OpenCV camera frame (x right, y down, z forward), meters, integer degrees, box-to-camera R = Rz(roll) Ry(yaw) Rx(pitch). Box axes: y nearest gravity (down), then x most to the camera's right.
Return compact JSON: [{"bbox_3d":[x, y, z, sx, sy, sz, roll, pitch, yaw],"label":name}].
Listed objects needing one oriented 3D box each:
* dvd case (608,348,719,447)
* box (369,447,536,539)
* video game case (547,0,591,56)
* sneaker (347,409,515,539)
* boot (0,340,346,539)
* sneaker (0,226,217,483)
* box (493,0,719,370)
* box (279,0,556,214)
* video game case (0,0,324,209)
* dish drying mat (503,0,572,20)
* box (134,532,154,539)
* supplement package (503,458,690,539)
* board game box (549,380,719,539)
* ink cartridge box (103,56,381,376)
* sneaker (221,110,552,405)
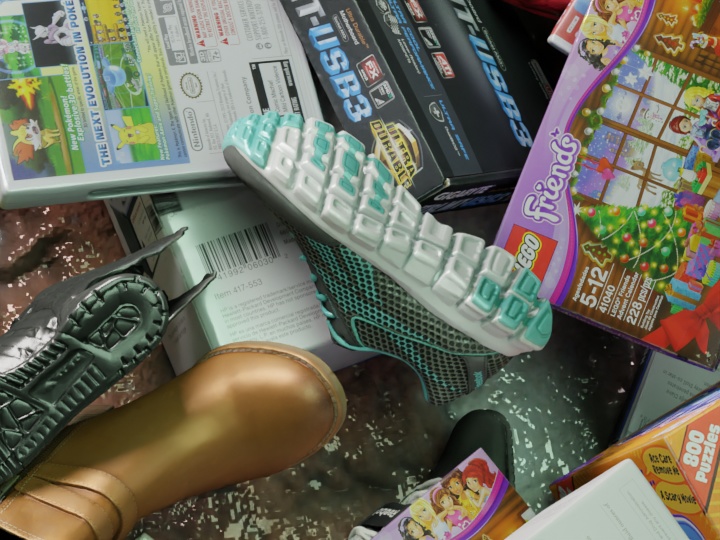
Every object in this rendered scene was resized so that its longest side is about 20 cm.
[{"bbox_3d":[0.245,0.051,1.666,0.150,0.025,0.201,27,65,-7],"label":"dvd case"},{"bbox_3d":[0.032,0.204,1.445,0.200,0.039,0.137,-38,85,-29],"label":"box"},{"bbox_3d":[0.216,-0.174,1.568,0.143,0.017,0.201,32,90,-2],"label":"video game case"},{"bbox_3d":[0.024,0.155,1.527,0.088,0.074,0.201,24,65,-10],"label":"sneaker"},{"bbox_3d":[-0.116,0.103,1.416,0.155,0.199,0.077,-44,122,-60],"label":"boot"},{"bbox_3d":[-0.158,0.047,1.431,0.199,0.104,0.060,-35,99,-6],"label":"sneaker"},{"bbox_3d":[0.166,-0.063,1.524,0.136,0.039,0.201,22,90,8],"label":"box"},{"bbox_3d":[0.035,-0.130,1.592,0.198,0.050,0.201,-9,70,-60],"label":"box"},{"bbox_3d":[-0.123,-0.131,1.520,0.181,0.022,0.201,-6,63,-18],"label":"video game case"},{"bbox_3d":[0.169,-0.141,1.654,0.199,0.077,0.018,11,99,-30],"label":"dish drying mat"},{"bbox_3d":[-0.066,0.232,1.466,0.200,0.082,0.068,40,62,1],"label":"box"},{"bbox_3d":[0.073,0.206,1.369,0.200,0.120,0.122,-34,86,-29],"label":"supplement package"},{"bbox_3d":[0.258,0.142,1.518,0.199,0.200,0.201,-29,87,-17],"label":"board game box"},{"bbox_3d":[-0.057,-0.040,1.565,0.146,0.086,0.201,-18,75,-23],"label":"ink cartridge box"},{"bbox_3d":[0.000,0.000,1.475,0.200,0.091,0.078,38,31,-6],"label":"sneaker"}]
